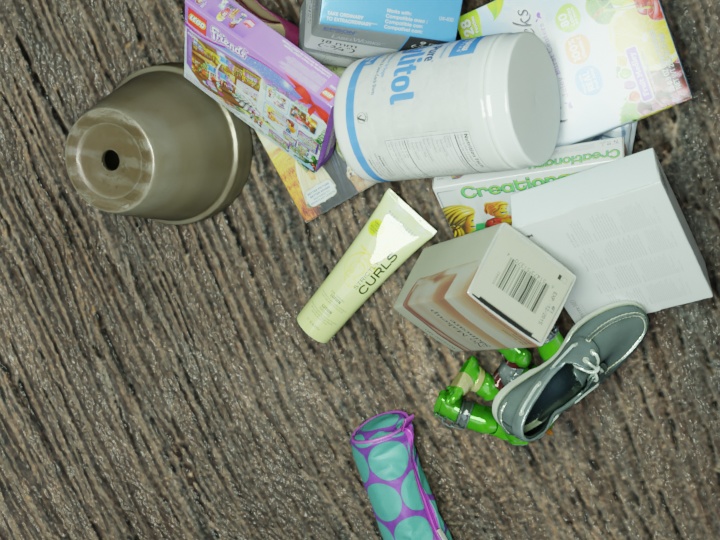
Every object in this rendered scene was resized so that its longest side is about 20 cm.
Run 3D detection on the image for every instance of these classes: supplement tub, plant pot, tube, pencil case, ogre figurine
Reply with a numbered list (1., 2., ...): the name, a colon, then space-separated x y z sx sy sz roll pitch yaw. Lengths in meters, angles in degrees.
1. supplement tub: 0.084 -0.160 0.965 0.198 0.132 0.133 -3 103 34
2. plant pot: -0.253 -0.142 1.140 0.198 0.173 0.202 4 104 18
3. tube: 0.000 0.000 1.161 0.058 0.052 0.200 29 111 -34
4. pencil case: 0.056 0.279 1.193 0.092 0.085 0.202 -15 99 37
5. ogre figurine: 0.180 0.127 1.100 0.119 0.098 0.201 33 105 -4

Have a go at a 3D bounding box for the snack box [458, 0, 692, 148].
1. snack box: 0.220 -0.221 1.001 0.199 0.068 0.170 -20 93 23

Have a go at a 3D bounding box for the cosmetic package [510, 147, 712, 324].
1. cosmetic package: 0.263 -0.025 1.000 0.150 0.052 0.200 -19 137 23

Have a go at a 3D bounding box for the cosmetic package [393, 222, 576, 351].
1. cosmetic package: 0.126 0.024 1.028 0.103 0.200 0.088 34 75 -12

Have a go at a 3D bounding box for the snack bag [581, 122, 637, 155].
1. snack bag: 0.207 -0.102 1.080 0.187 0.021 0.202 9 106 17

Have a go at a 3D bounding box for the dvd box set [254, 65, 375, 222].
1. dvd box set: -0.052 -0.178 1.141 0.145 0.029 0.201 -26 95 22

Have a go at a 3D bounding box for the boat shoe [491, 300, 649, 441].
1. boat shoe: 0.232 0.110 1.017 0.199 0.062 0.073 -37 111 -1

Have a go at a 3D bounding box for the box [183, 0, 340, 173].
1. box: -0.108 -0.211 1.070 0.199 0.039 0.137 37 154 6

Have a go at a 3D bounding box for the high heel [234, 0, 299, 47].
1. high heel: -0.131 -0.274 1.077 0.200 0.096 0.068 38 103 22

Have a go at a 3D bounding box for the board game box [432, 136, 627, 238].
1. board game box: 0.189 -0.073 1.025 0.198 0.035 0.127 -8 141 21

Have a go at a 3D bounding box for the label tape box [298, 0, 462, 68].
1. label tape box: 0.021 -0.260 0.979 0.143 0.200 0.064 5 85 -12
